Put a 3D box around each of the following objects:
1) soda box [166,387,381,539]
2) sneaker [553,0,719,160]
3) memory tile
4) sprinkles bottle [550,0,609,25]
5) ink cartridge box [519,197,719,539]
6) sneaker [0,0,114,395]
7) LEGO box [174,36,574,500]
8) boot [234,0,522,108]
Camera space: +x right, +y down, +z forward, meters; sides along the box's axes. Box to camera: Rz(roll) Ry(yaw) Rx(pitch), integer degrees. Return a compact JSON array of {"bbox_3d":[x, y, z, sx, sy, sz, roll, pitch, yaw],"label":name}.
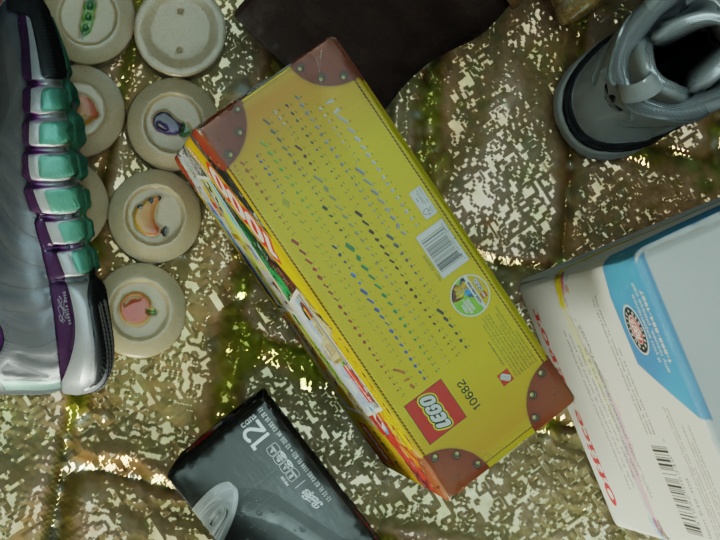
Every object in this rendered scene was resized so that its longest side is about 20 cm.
[{"bbox_3d":[-0.013,0.159,0.745,0.063,0.071,0.201,-38,92,-3],"label":"soda box"},{"bbox_3d":[0.199,-0.129,0.769,0.199,0.115,0.076,-33,91,-8],"label":"sneaker"},{"bbox_3d":[-0.154,-0.059,0.770,0.152,0.017,0.202,9,85,-7],"label":"memory tile"},{"bbox_3d":[0.084,-0.233,0.785,0.068,0.068,0.201,-33,91,-8],"label":"sprinkles bottle"},{"bbox_3d":[0.189,0.039,0.714,0.145,0.200,0.148,-23,90,-10],"label":"ink cartridge box"},{"bbox_3d":[-0.178,-0.035,0.722,0.087,0.074,0.202,-8,88,-3],"label":"sneaker"},{"bbox_3d":[0.000,0.000,0.711,0.077,0.149,0.201,-35,95,-10],"label":"LEGO box"},{"bbox_3d":[-0.006,-0.181,0.724,0.166,0.073,0.200,-40,115,16],"label":"boot"}]
